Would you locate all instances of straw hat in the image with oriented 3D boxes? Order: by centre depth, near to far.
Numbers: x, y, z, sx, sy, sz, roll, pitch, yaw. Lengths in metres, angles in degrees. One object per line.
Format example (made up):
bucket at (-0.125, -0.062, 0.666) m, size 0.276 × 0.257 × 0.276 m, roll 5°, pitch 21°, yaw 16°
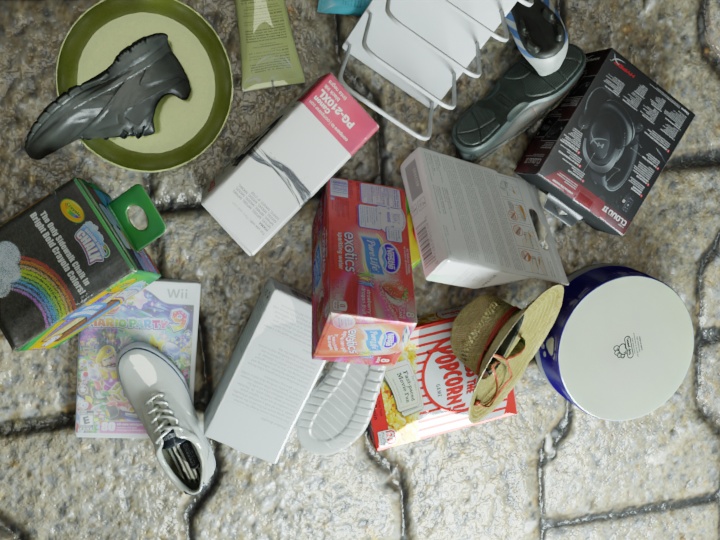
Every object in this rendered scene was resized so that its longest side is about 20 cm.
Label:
straw hat at (0.157, 0.081, 1.007) m, size 0.085 × 0.201 × 0.202 m, roll 35°, pitch 93°, yaw 26°

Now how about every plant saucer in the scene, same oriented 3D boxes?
plant saucer at (-0.247, -0.216, 0.952) m, size 0.198 × 0.031 × 0.202 m, roll -2°, pitch 101°, yaw -10°

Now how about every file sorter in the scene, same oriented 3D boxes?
file sorter at (0.083, -0.272, 0.917) m, size 0.138 × 0.125 × 0.200 m, roll 30°, pitch 123°, yaw -14°

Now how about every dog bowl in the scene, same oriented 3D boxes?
dog bowl at (0.339, 0.096, 1.104) m, size 0.198 × 0.079 × 0.203 m, roll -2°, pitch 101°, yaw -11°

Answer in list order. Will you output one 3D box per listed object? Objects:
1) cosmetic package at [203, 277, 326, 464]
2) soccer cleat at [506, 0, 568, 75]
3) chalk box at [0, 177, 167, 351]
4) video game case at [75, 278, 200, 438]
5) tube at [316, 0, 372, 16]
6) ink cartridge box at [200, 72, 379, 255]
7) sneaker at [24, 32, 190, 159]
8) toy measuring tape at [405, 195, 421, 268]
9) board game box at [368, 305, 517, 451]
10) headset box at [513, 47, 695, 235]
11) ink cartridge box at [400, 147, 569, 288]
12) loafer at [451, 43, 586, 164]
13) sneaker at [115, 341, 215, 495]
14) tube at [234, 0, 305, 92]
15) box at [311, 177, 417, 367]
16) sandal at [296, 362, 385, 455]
cosmetic package at (-0.109, 0.124, 1.023) m, size 0.101 × 0.071 × 0.201 m, roll 26°, pitch 94°, yaw -16°
soccer cleat at (0.195, -0.328, 0.999) m, size 0.069 × 0.086 × 0.202 m, roll -19°, pitch 75°, yaw 10°
chalk box at (-0.311, -0.016, 0.918) m, size 0.199 × 0.124 × 0.125 m, roll -33°, pitch 88°, yaw -4°
video game case at (-0.275, 0.109, 1.015) m, size 0.141 × 0.018 × 0.202 m, roll 3°, pitch 100°, yaw -11°
tube at (0.052, -0.330, 0.985) m, size 0.198 × 0.050 × 0.078 m, roll 9°, pitch 101°, yaw -8°
ink cartridge box at (-0.087, -0.123, 0.942) m, size 0.200 × 0.145 × 0.084 m, roll -45°, pitch 104°, yaw 0°
sneaker at (-0.276, -0.174, 0.904) m, size 0.199 × 0.076 × 0.091 m, roll -35°, pitch 111°, yaw -1°
toy measuring tape at (0.081, -0.009, 1.027) m, size 0.073 × 0.074 × 0.203 m, roll 3°, pitch 88°, yaw -12°
board game box at (0.098, 0.135, 1.079) m, size 0.198 × 0.046 × 0.153 m, roll -14°, pitch 103°, yaw -9°
headset box at (0.305, -0.153, 1.047) m, size 0.148 × 0.077 × 0.201 m, roll 31°, pitch 91°, yaw -15°
ink cartridge box at (0.150, -0.054, 1.003) m, size 0.198 × 0.162 × 0.050 m, roll 12°, pitch 143°, yaw -35°
loafer at (0.198, -0.208, 1.036) m, size 0.199 × 0.063 × 0.072 m, roll -37°, pitch 65°, yaw -4°
sneaker at (-0.230, 0.178, 0.991) m, size 0.073 × 0.071 × 0.201 m, roll -29°, pitch 105°, yaw -5°
tube at (-0.118, -0.314, 0.954) m, size 0.057 × 0.052 × 0.202 m, roll 1°, pitch 108°, yaw 31°
box at (0.000, 0.000, 0.952) m, size 0.101 × 0.202 × 0.095 m, roll 7°, pitch 141°, yaw -13°
sandal at (-0.012, 0.144, 1.023) m, size 0.082 × 0.050 × 0.204 m, roll 29°, pitch 108°, yaw 1°
